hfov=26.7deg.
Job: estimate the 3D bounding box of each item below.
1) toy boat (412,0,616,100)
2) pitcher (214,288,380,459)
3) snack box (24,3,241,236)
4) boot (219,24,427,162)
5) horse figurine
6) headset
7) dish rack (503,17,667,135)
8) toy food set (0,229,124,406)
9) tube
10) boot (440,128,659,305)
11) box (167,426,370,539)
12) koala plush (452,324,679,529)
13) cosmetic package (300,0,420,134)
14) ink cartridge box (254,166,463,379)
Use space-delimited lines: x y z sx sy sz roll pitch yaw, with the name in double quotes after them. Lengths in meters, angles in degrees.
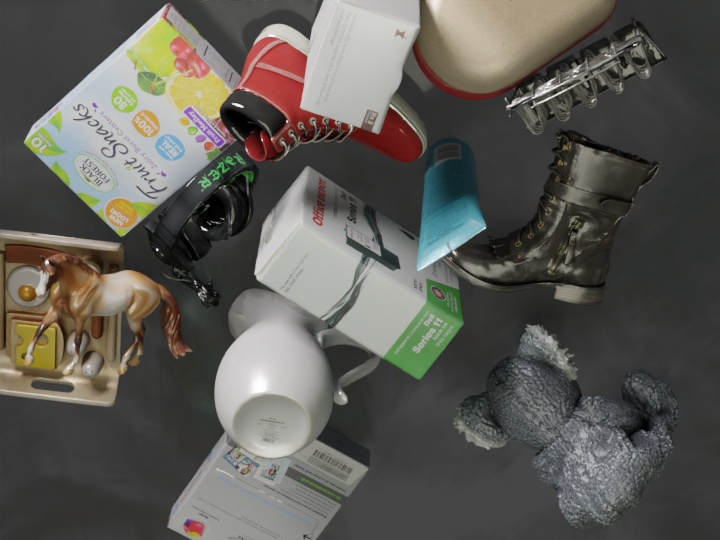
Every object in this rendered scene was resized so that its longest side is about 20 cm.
0.138 -0.237 1.432 0.200 0.131 0.131 -35 79 -15 "toy boat"
-0.062 0.108 1.569 0.171 0.200 0.122 7 118 -3 "pitcher"
-0.216 -0.148 1.523 0.200 0.053 0.142 -37 110 19 "snack box"
-0.036 -0.133 1.467 0.199 0.145 0.072 30 141 -10 "boot"
-0.262 0.044 1.572 0.199 0.050 0.133 4 111 -39 "horse figurine"
-0.156 -0.038 1.545 0.094 0.123 0.200 45 144 8 "headset"
0.208 -0.178 1.416 0.153 0.200 0.055 -28 97 14 "dish rack"
-0.331 0.051 1.626 0.143 0.060 0.201 6 117 -2 "toy food set"
0.087 -0.067 1.472 0.077 0.200 0.050 -38 110 21 "tube"
0.191 -0.063 1.555 0.199 0.069 0.175 10 112 -8 "boot"
-0.105 0.250 1.734 0.155 0.041 0.200 29 114 -12 "box"
0.215 0.161 1.615 0.200 0.184 0.177 41 112 -5 "koala plush"
0.002 -0.222 1.393 0.081 0.200 0.113 18 117 -7 "cosmetic package"
0.000 0.000 1.540 0.199 0.147 0.083 32 113 -15 "ink cartridge box"
